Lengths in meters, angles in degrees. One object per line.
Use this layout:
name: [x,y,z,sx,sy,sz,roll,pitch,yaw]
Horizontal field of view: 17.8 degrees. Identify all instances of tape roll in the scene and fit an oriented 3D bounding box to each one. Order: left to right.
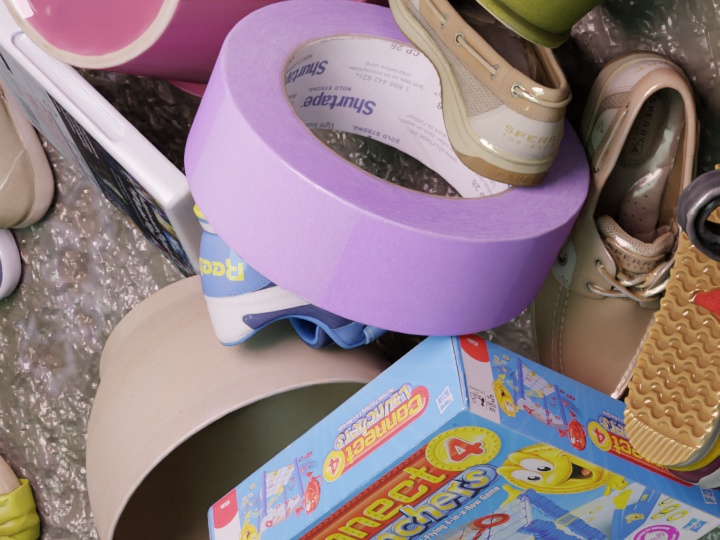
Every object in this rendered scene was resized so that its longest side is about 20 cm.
tape roll: [0.014,-0.056,1.183,0.200,0.200,0.066,38,127,18]

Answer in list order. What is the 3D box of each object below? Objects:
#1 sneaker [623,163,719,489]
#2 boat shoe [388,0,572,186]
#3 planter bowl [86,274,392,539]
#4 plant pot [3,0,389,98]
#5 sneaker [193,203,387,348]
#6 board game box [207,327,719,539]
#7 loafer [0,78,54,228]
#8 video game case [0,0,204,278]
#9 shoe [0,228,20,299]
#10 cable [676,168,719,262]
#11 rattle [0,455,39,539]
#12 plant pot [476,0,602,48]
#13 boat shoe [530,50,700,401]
sneaker: [0.207,0.017,1.195,0.075,0.090,0.200,27,90,41]
boat shoe: [0.064,-0.129,1.191,0.201,0.073,0.063,-102,29,-46]
planter bowl: [-0.073,0.086,1.320,0.200,0.200,0.135,-55,46,29]
plant pot: [-0.097,-0.184,1.260,0.200,0.179,0.200,7,105,30]
sneaker: [0.000,0.000,1.245,0.074,0.200,0.082,14,102,62]
board game box: [0.056,0.132,1.240,0.200,0.196,0.056,-40,42,32]
loafer: [-0.260,-0.116,1.442,0.076,0.068,0.200,-33,84,33]
video game case: [-0.148,-0.071,1.328,0.023,0.200,0.182,-43,75,-9]
shoe: [-0.313,-0.045,1.478,0.200,0.091,0.071,44,120,15]
cable: [0.240,0.001,1.116,0.097,0.200,0.050,-37,46,21]
rattle: [-0.323,0.168,1.514,0.200,0.143,0.130,24,132,18]
plant pot: [0.113,-0.246,1.125,0.193,0.200,0.200,-36,82,20]
boat shoe: [0.135,-0.013,1.213,0.071,0.065,0.200,5,107,-8]
